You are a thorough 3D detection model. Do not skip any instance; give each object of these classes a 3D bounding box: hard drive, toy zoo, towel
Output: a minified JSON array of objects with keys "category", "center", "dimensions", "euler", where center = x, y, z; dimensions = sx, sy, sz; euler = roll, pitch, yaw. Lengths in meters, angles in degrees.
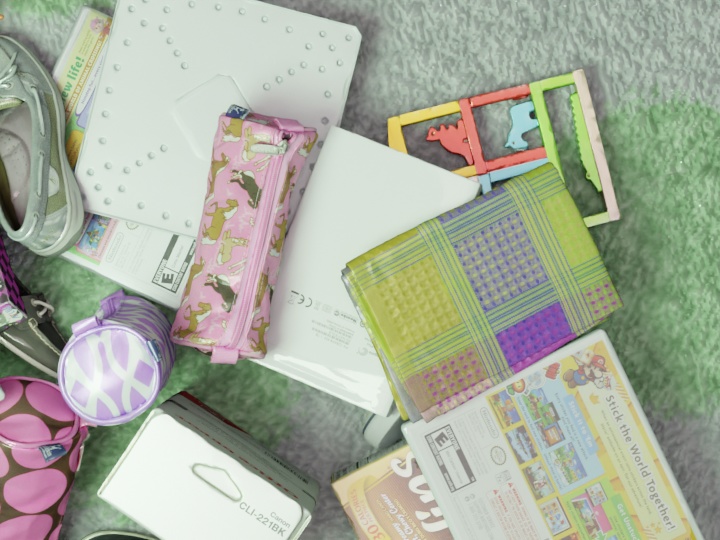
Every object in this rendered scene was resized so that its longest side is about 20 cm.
[{"category":"hard drive","center":[0.000,0.000,1.554],"dimensions":[0.132,0.027,0.200],"euler":[22,92,12]},{"category":"toy zoo","center":[0.104,-0.080,1.610],"dimensions":[0.200,0.020,0.132],"euler":[-14,90,0]},{"category":"towel","center":[0.094,0.017,1.527],"dimensions":[0.200,0.023,0.144],"euler":[-28,101,-8]}]

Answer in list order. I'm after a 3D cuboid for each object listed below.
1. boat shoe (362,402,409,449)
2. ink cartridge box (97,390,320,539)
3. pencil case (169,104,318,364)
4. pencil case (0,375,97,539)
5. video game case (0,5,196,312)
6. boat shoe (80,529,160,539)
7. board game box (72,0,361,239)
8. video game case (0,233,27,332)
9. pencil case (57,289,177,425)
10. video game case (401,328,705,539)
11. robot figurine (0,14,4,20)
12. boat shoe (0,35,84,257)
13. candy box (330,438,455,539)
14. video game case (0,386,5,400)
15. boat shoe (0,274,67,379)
[{"category":"boat shoe","center":[0.053,0.052,1.585],"dimensions":[0.070,0.071,0.200],"euler":[38,101,18]},{"category":"ink cartridge box","center":[-0.114,0.172,1.521],"dimensions":[0.144,0.200,0.084],"euler":[34,90,1]},{"category":"pencil case","center":[-0.093,-0.025,1.526],"dimensions":[0.083,0.087,0.200],"euler":[12,88,19]},{"category":"pencil case","center":[-0.273,0.182,1.542],"dimensions":[0.093,0.091,0.200],"euler":[0,132,-24]},{"category":"video game case","center":[-0.189,-0.093,1.612],"dimensions":[0.182,0.022,0.200],"euler":[25,91,0]},{"category":"boat shoe","center":[-0.150,0.278,1.591],"dimensions":[0.200,0.062,0.075],"euler":[33,92,2]},{"category":"board game box","center":[-0.118,-0.125,1.586],"dimensions":[0.200,0.026,0.200],"euler":[14,91,-2]},{"category":"video game case","center":[-0.372,-0.005,1.540],"dimensions":[0.181,0.036,0.200],"euler":[-27,58,6]},{"category":"pencil case","center":[-0.191,0.067,1.525],"dimensions":[0.084,0.200,0.086],"euler":[-32,94,0]},{"category":"video game case","center":[0.156,0.174,1.554],"dimensions":[0.182,0.023,0.200],"euler":[-26,92,-1]},{"category":"robot figurine","center":[-0.394,-0.205,1.567],"dimensions":[0.200,0.144,0.117],"euler":[-21,129,1]},{"category":"boat shoe","center":[-0.281,-0.107,1.565],"dimensions":[0.074,0.065,0.202],"euler":[-25,68,19]},{"category":"candy box","center":[0.088,0.178,1.592],"dimensions":[0.200,0.055,0.116],"euler":[-27,91,-1]},{"category":"video game case","center":[-0.369,0.088,1.532],"dimensions":[0.143,0.200,0.018],"euler":[-35,127,-6]},{"category":"boat shoe","center":[-0.299,0.011,1.591],"dimensions":[0.200,0.067,0.057],"euler":[40,95,4]}]
